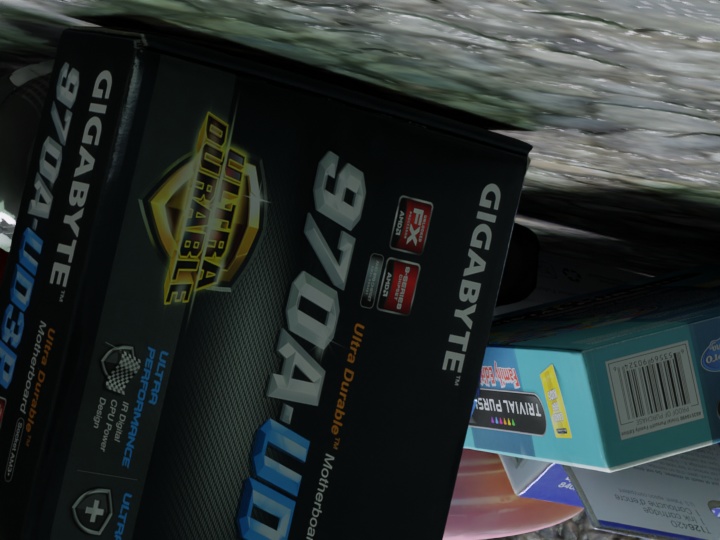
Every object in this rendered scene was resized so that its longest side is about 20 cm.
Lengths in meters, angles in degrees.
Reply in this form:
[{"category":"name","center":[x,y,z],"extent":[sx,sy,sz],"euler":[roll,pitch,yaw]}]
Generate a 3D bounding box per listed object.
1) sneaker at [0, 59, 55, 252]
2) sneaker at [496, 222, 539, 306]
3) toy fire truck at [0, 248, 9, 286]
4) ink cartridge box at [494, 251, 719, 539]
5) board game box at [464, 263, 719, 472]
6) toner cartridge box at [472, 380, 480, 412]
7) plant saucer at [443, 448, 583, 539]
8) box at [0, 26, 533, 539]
[{"category":"sneaker","center":[-0.047,-0.030,0.871],"extent":[0.090,0.067,0.200],"euler":[4,176,31]},{"category":"sneaker","center":[0.000,0.000,1.118],"extent":[0.091,0.076,0.200],"euler":[4,-177,-31]},{"category":"toy fire truck","center":[-0.170,-0.007,0.904],"extent":[0.199,0.168,0.112],"euler":[13,141,-28]},{"category":"ink cartridge box","center":[0.147,0.076,1.211],"extent":[0.197,0.047,0.200],"euler":[13,-144,-27]},{"category":"board game box","center":[0.120,0.034,1.048],"extent":[0.150,0.047,0.200],"euler":[-13,-177,-18]},{"category":"toner cartridge box","center":[-0.058,0.038,1.022],"extent":[0.199,0.043,0.095],"euler":[9,148,-5]},{"category":"plant saucer","center":[0.012,0.076,1.253],"extent":[0.200,0.051,0.201],"euler":[4,-169,-1]},{"category":"box","center":[-0.039,0.040,0.813],"extent":[0.159,0.201,0.046],"euler":[14,179,-39]}]
